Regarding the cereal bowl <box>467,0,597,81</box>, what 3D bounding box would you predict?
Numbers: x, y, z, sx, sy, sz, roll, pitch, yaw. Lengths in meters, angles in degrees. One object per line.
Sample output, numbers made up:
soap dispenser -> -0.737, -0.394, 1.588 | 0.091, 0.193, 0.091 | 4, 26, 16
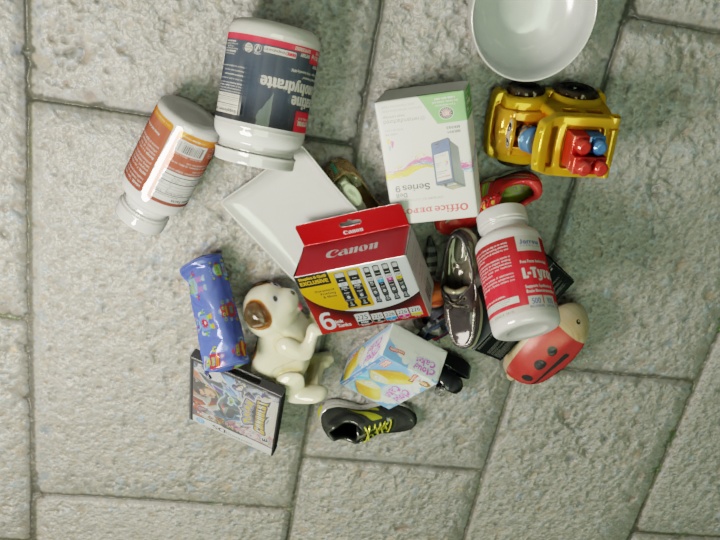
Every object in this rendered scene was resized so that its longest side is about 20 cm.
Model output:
cereal bowl -> 0.253, -0.397, 1.223 | 0.195, 0.084, 0.204 | -3, 118, -6

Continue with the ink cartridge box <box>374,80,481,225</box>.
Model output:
ink cartridge box -> 0.111, -0.185, 1.284 | 0.142, 0.088, 0.204 | -4, 113, 14

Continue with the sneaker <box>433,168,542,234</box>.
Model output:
sneaker -> 0.214, -0.116, 1.363 | 0.197, 0.085, 0.078 | -25, 109, 4

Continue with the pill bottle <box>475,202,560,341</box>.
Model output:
pill bottle -> 0.246, 0.001, 1.295 | 0.110, 0.204, 0.113 | -8, 160, -3

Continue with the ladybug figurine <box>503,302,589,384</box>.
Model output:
ladybug figurine -> 0.351, 0.146, 1.507 | 0.134, 0.073, 0.201 | 17, 123, -42

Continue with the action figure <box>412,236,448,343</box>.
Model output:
action figure -> 0.155, 0.041, 1.459 | 0.197, 0.104, 0.197 | -17, 130, -32

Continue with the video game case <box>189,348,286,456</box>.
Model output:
video game case -> -0.228, 0.243, 1.465 | 0.178, 0.026, 0.202 | 22, 137, 8

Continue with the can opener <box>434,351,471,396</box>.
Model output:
can opener -> 0.116, 0.180, 1.534 | 0.197, 0.080, 0.063 | 24, 152, -15

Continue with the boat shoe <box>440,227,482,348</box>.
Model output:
boat shoe -> 0.163, 0.032, 1.342 | 0.071, 0.064, 0.205 | 4, 97, 27

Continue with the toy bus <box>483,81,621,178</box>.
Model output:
toy bus -> 0.308, -0.205, 1.271 | 0.195, 0.193, 0.138 | 2, 120, -6

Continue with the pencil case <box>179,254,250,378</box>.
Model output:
pencil case -> -0.249, 0.076, 1.369 | 0.086, 0.077, 0.204 | -19, 84, 37

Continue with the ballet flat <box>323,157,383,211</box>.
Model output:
ballet flat -> 0.004, -0.099, 1.361 | 0.070, 0.066, 0.200 | -37, 117, 9

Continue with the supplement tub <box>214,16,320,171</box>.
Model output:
supplement tub -> -0.141, -0.259, 1.195 | 0.137, 0.140, 0.204 | 9, 101, -11

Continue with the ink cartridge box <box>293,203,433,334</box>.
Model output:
ink cartridge box -> 0.000, 0.000, 1.316 | 0.196, 0.085, 0.177 | -11, 127, 20

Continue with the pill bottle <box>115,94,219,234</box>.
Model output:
pill bottle -> -0.306, -0.162, 1.267 | 0.111, 0.113, 0.202 | 27, 112, -19

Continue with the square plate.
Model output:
square plate -> -0.102, -0.094, 1.341 | 0.198, 0.029, 0.198 | -30, 114, 32

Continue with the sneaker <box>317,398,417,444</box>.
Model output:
sneaker -> 0.015, 0.303, 1.563 | 0.195, 0.085, 0.076 | 1, 119, -7

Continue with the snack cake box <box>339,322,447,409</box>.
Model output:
snack cake box -> 0.055, 0.175, 1.445 | 0.114, 0.068, 0.200 | 29, 150, -11

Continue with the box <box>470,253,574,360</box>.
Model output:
box -> 0.267, 0.053, 1.419 | 0.201, 0.079, 0.141 | -49, 152, 10

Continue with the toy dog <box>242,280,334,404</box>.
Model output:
toy dog -> -0.144, 0.113, 1.433 | 0.190, 0.140, 0.203 | -3, 119, 18
